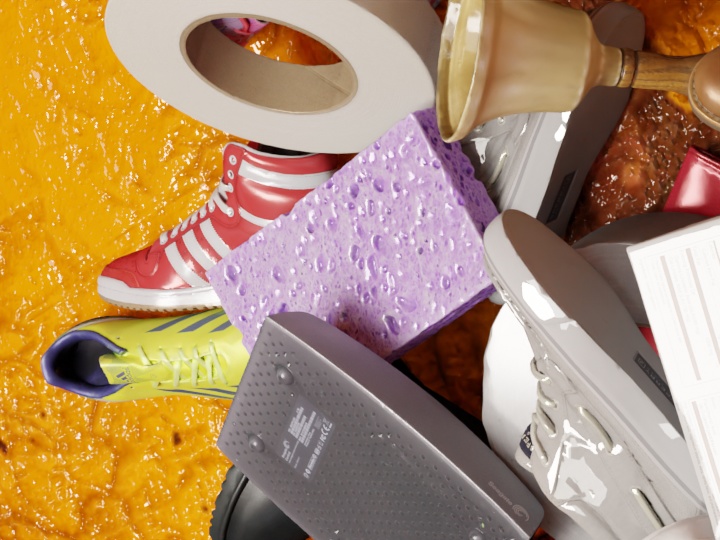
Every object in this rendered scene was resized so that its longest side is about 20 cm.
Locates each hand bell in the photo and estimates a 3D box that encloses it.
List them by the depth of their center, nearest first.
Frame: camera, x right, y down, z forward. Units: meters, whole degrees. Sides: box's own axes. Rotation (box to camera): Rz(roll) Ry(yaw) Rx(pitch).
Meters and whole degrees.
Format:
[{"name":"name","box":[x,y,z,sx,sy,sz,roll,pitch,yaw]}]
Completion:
[{"name":"hand bell","box":[0.149,-0.108,1.375,0.104,0.200,0.104,-173,90,-80]}]

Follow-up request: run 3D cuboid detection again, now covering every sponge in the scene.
[{"name":"sponge","box":[0.000,0.000,1.514,0.200,0.030,0.112,-37,75,38]}]

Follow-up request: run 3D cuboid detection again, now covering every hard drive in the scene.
[{"name":"hard drive","box":[0.012,0.119,1.487,0.200,0.042,0.135,39,137,16]}]

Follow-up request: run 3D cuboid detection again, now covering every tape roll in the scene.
[{"name":"tape roll","box":[0.170,0.071,1.430,0.200,0.066,0.200,8,109,25]},{"name":"tape roll","box":[-0.049,-0.134,1.485,0.203,0.203,0.037,-6,58,39]}]

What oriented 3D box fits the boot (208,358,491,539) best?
[{"name":"boot","box":[0.005,0.149,1.592,0.168,0.076,0.200,42,116,28]}]

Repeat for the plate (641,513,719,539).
[{"name":"plate","box":[0.186,0.175,1.374,0.200,0.200,0.032,-46,52,43]}]

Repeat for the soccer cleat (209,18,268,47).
[{"name":"soccer cleat","box":[-0.086,-0.157,1.564,0.076,0.067,0.200,31,155,7]}]

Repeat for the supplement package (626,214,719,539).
[{"name":"supplement package","box":[0.251,0.030,1.292,0.111,0.200,0.156,-18,89,39]}]

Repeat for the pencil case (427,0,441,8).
[{"name":"pencil case","box":[-0.031,-0.224,1.534,0.200,0.083,0.091,45,140,22]}]

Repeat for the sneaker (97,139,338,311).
[{"name":"sneaker","box":[-0.089,-0.034,1.630,0.200,0.071,0.113,-4,102,31]}]

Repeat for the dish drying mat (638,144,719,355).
[{"name":"dish drying mat","box":[0.188,0.032,1.461,0.077,0.018,0.200,30,116,26]}]

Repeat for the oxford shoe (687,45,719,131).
[{"name":"oxford shoe","box":[0.261,-0.108,1.300,0.200,0.071,0.071,-3,67,19]}]

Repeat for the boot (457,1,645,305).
[{"name":"boot","box":[0.087,-0.082,1.478,0.096,0.074,0.200,35,119,24]}]

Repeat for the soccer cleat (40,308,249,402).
[{"name":"soccer cleat","box":[-0.123,0.059,1.669,0.200,0.084,0.065,-5,97,39]}]

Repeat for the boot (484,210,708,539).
[{"name":"boot","box":[0.112,0.070,1.369,0.096,0.074,0.200,-41,86,27]}]
